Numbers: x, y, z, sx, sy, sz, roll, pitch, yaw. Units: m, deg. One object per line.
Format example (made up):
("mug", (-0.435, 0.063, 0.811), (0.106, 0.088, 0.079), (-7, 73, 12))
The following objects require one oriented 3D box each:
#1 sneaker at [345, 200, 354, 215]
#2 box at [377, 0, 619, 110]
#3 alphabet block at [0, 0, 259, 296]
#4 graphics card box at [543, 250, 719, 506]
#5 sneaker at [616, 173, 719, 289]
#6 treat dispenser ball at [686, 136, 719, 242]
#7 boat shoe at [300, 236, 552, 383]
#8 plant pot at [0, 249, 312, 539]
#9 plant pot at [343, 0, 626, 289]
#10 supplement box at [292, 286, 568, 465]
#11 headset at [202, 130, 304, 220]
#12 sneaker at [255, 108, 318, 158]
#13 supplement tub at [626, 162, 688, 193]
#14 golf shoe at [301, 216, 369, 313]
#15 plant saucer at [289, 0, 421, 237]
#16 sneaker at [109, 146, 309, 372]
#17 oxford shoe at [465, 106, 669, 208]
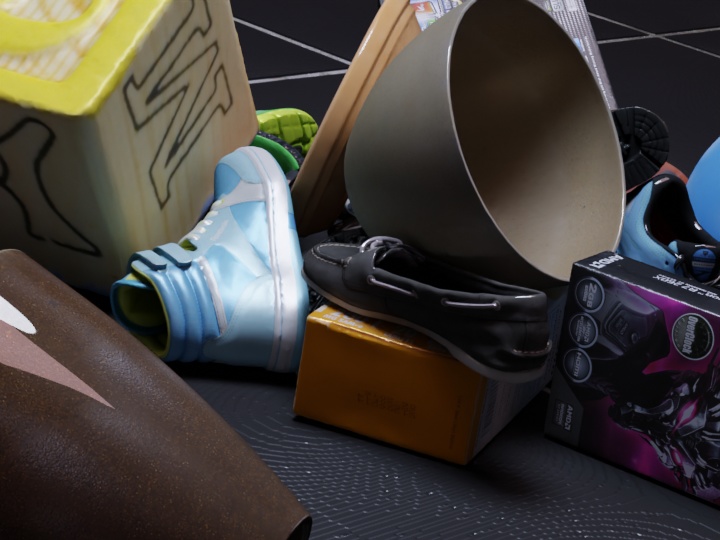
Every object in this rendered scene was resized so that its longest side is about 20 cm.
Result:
("sneaker", (0.065, -0.064, 1.882), (0.200, 0.078, 0.080), (12, -1, -5))
("box", (0.107, -0.148, 1.745), (0.160, 0.044, 0.200), (-8, 49, -4))
("alphabet block", (-0.209, -0.128, 1.617), (0.195, 0.200, 0.197), (15, 55, 20))
("graphics card box", (0.218, 0.076, 1.432), (0.200, 0.126, 0.051), (22, 25, 33))
("sneaker", (0.220, 0.020, 1.557), (0.078, 0.090, 0.200), (-3, 59, -29))
("treat dispenser ball", (0.331, -0.024, 1.649), (0.200, 0.201, 0.201), (7, 19, -3))
("boat shoe", (0.044, 0.009, 1.432), (0.200, 0.057, 0.067), (26, 28, 38))
("plant pot", (-0.132, 0.117, 1.132), (0.200, 0.187, 0.187), (28, 23, 10))
("plant pot", (0.069, -0.072, 1.519), (0.134, 0.201, 0.200), (-19, 0, 37))
("supplement box", (0.053, 0.050, 1.514), (0.126, 0.074, 0.200), (15, 20, 17))
("headset", (-0.097, -0.063, 1.743), (0.123, 0.094, 0.200), (5, 36, -9))
("sneaker", (-0.120, -0.108, 1.895), (0.200, 0.074, 0.084), (-7, 28, -37))
("supplement tub", (0.180, -0.017, 1.706), (0.107, 0.107, 0.200), (17, 23, 24))
("golf shoe", (0.000, 0.000, 1.667), (0.094, 0.078, 0.200), (-3, 8, 40))
("plant saucer", (-0.003, -0.108, 1.646), (0.037, 0.200, 0.200), (26, 20, 0))
("sneaker", (-0.112, -0.014, 1.556), (0.130, 0.080, 0.200), (0, 42, -15))
("oxford shoe", (0.130, -0.064, 1.631), (0.200, 0.073, 0.084), (-17, 6, 12))
